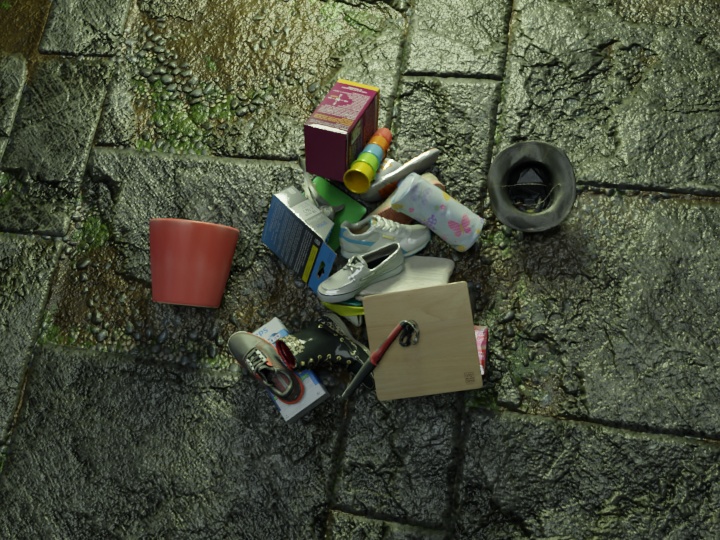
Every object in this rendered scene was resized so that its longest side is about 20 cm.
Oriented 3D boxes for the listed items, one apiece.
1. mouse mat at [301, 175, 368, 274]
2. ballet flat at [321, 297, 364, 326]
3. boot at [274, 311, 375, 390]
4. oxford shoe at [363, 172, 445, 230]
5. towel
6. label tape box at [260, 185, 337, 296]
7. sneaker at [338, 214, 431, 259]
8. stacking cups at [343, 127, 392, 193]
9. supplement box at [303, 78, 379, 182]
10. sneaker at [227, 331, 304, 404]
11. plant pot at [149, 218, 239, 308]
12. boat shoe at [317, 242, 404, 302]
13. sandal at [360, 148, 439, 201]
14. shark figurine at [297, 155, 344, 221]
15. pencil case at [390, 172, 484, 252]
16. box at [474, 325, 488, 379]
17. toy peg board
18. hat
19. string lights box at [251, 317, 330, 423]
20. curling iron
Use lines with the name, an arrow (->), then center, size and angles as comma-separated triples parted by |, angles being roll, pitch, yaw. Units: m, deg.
mouse mat -> -0.099, -0.106, 1.554 | 0.161, 0.008, 0.200 | 36, 84, 18
ballet flat -> 0.015, 0.086, 1.453 | 0.200, 0.067, 0.067 | -1, 103, 8
boot -> -0.064, 0.187, 1.390 | 0.154, 0.074, 0.204 | -21, 59, -38
oxford shoe -> 0.089, -0.147, 1.512 | 0.200, 0.071, 0.074 | -29, 44, 3
towel -> 0.090, 0.021, 1.435 | 0.200, 0.034, 0.133 | 5, 45, 16
label tape box -> -0.117, -0.062, 1.464 | 0.200, 0.144, 0.063 | 43, 48, 18
sneaker -> 0.053, -0.075, 1.464 | 0.200, 0.081, 0.077 | -7, 37, -1
stacking cups -> 0.025, -0.243, 1.485 | 0.060, 0.061, 0.200 | 15, 42, 14
supplement box -> -0.038, -0.309, 1.497 | 0.103, 0.131, 0.200 | 17, 47, 13
sneaker -> -0.196, 0.189, 1.383 | 0.200, 0.082, 0.077 | 37, 84, 17
plant pot -> -0.372, -0.011, 1.486 | 0.200, 0.200, 0.177 | 5, 85, 11
boat shoe -> 0.000, 0.000, 1.399 | 0.200, 0.066, 0.072 | -21, 43, -12
sandal -> 0.080, -0.226, 1.525 | 0.207, 0.079, 0.059 | -31, 70, -9
shark figurine -> -0.083, -0.165, 1.539 | 0.089, 0.128, 0.215 | -9, 52, -18
pencil case -> 0.162, -0.120, 1.433 | 0.200, 0.083, 0.091 | 31, 104, -11
box -> 0.158, 0.160, 1.385 | 0.200, 0.095, 0.100 | 4, 76, 11
toy peg board -> 0.122, 0.132, 1.312 | 0.200, 0.098, 0.199 | -9, 90, 10
hat -> 0.366, -0.172, 1.455 | 0.200, 0.081, 0.201 | -2, 81, 14
string lights box -> -0.163, 0.211, 1.445 | 0.103, 0.059, 0.200 | -35, 71, -1
curling iron -> 0.035, 0.169, 1.264 | 0.200, 0.026, 0.050 | -45, 81, 8
